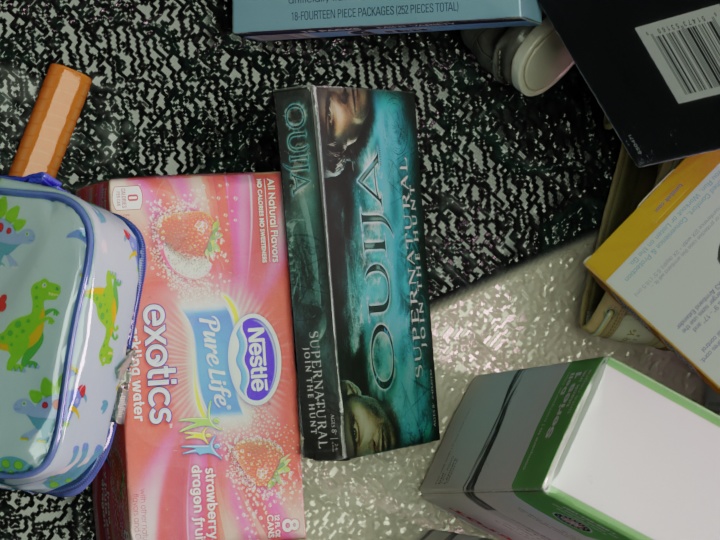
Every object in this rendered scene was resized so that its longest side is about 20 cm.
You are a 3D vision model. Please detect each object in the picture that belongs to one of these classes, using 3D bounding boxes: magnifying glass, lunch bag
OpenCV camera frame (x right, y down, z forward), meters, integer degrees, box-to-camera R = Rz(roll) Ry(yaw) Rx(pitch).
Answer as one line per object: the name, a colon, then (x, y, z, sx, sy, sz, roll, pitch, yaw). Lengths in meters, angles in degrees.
magnifying glass: (-0.194, -0.017, 1.537, 0.079, 0.022, 0.201, 22, 84, -14)
lunch bag: (-0.213, 0.026, 1.451, 0.199, 0.082, 0.161, 6, 83, 22)

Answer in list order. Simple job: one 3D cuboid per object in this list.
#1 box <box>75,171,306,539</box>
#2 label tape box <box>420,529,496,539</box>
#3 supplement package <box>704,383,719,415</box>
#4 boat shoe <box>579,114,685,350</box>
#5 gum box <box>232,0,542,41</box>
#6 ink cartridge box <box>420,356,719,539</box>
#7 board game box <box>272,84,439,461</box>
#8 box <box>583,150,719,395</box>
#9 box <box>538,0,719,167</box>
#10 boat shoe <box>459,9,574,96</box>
box: (-0.092, 0.049, 1.523, 0.102, 0.095, 0.201, -3, 89, -17)
label tape box: (0.042, 0.214, 1.502, 0.063, 0.200, 0.144, 45, 77, -10)
supplement package: (0.271, 0.115, 1.616, 0.117, 0.117, 0.201, 3, 88, -16)
boat shoe: (0.171, -0.056, 1.615, 0.062, 0.073, 0.201, 8, 87, -19)
gum box: (0.013, -0.232, 1.545, 0.169, 0.045, 0.201, -2, 88, 21)
ink cartridge box: (0.138, 0.118, 1.536, 0.146, 0.200, 0.085, 28, 78, -14)
board game box: (0.000, 0.000, 1.541, 0.028, 0.135, 0.201, -5, 90, 24)
box: (0.233, 0.021, 1.530, 0.119, 0.041, 0.200, -45, 66, -1)
box: (0.242, -0.167, 1.502, 0.198, 0.200, 0.123, -42, 107, -31)
boat shoe: (0.140, -0.182, 1.616, 0.200, 0.067, 0.057, -41, 59, -18)
